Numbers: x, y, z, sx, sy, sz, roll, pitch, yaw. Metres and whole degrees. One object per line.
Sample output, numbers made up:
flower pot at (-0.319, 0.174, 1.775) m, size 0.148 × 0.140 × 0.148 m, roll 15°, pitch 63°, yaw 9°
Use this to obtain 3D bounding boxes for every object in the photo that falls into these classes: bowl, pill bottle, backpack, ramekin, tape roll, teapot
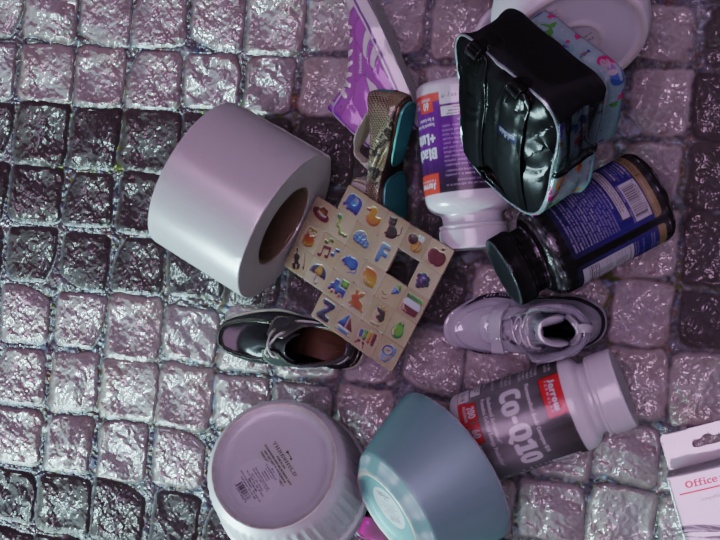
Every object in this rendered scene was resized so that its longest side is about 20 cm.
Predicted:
bowl at (0.071, 0.255, 1.445) m, size 0.105 × 0.201 × 0.201 m, roll -32°, pitch 79°, yaw -23°
pill bottle at (0.216, 0.169, 1.460) m, size 0.199 × 0.114 × 0.115 m, roll -22°, pitch 83°, yaw 15°
backpack at (0.189, -0.169, 1.350) m, size 0.150 × 0.201 × 0.178 m, roll -27°, pitch 53°, yaw -24°
ramekin at (-0.092, 0.253, 1.516) m, size 0.199 × 0.105 × 0.201 m, roll -5°, pitch 64°, yaw 10°
tape roll at (-0.147, -0.087, 1.524) m, size 0.139 × 0.203 × 0.204 m, roll 30°, pitch 97°, yaw 14°
pill bottle at (0.251, -0.043, 1.427) m, size 0.199 × 0.112 × 0.112 m, roll -27°, pitch 82°, yaw -5°
pill bottle at (0.129, -0.126, 1.490) m, size 0.111 × 0.111 × 0.201 m, roll -6°, pitch 87°, yaw 16°
teapot at (0.235, -0.314, 1.445) m, size 0.199 × 0.198 × 0.147 m, roll -7°, pitch 55°, yaw -2°

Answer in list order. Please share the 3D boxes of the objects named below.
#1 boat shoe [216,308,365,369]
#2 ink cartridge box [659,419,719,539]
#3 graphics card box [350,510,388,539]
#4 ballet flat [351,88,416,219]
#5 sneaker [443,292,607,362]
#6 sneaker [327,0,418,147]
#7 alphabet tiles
boat shoe at (-0.095, 0.088, 1.577) m, size 0.199 × 0.068 × 0.072 m, roll 6°, pitch 93°, yaw 18°
ink cartridge box at (0.423, 0.277, 1.422) m, size 0.115 × 0.068 × 0.201 m, roll -17°, pitch 84°, yaw 15°
graphics card box at (-0.017, 0.361, 1.558) m, size 0.199 × 0.051 × 0.126 m, roll 8°, pitch 91°, yaw 15°
ballet flat at (0.024, -0.129, 1.529) m, size 0.075 × 0.068 × 0.201 m, roll 18°, pitch 119°, yaw 27°
sneaker at (0.188, 0.066, 1.467) m, size 0.199 × 0.115 × 0.076 m, roll -3°, pitch 93°, yaw 16°
sneaker at (-0.003, -0.253, 1.553) m, size 0.114 × 0.073 × 0.202 m, roll -22°, pitch 83°, yaw 18°
alphabet tiles at (0.000, 0.000, 1.514) m, size 0.200 × 0.008 × 0.168 m, roll 34°, pitch 105°, yaw 26°
